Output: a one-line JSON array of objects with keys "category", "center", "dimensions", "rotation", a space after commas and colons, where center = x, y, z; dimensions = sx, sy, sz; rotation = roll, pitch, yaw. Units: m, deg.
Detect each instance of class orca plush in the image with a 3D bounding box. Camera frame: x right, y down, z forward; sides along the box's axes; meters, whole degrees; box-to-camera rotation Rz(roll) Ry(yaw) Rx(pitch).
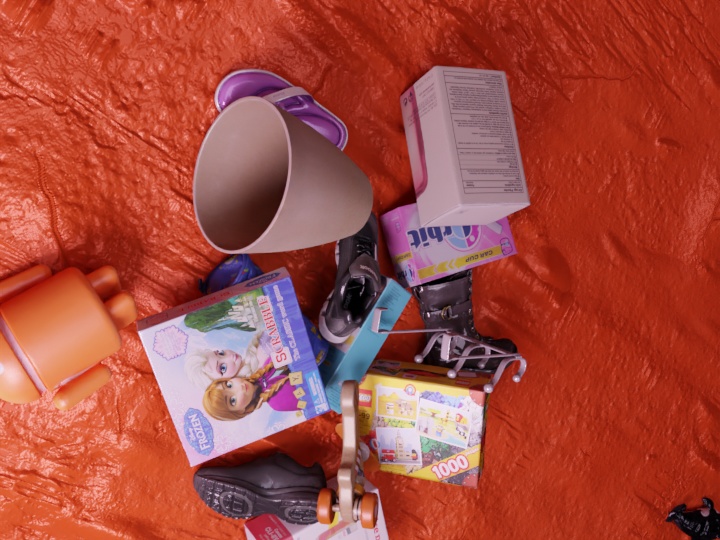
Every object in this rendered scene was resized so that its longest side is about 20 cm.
[{"category": "orca plush", "center": [0.768, 0.560, 1.748], "dimensions": [0.199, 0.071, 0.106], "rotation": [37, 81, -32]}]

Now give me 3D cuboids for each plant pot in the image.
[{"category": "plant pot", "center": [-0.082, -0.105, 1.019], "dimensions": [0.198, 0.186, 0.190], "rotation": [9, 97, -48]}]

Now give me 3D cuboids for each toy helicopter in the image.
[{"category": "toy helicopter", "center": [-0.009, 0.246, 1.095], "dimensions": [0.078, 0.132, 0.204], "rotation": [1, 102, 12]}]

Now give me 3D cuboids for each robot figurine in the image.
[{"category": "robot figurine", "center": [-0.356, 0.075, 0.908], "dimensions": [0.199, 0.116, 0.145], "rotation": [-32, 116, -21]}]

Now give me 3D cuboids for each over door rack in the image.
[{"category": "over door rack", "center": [0.122, 0.116, 1.114], "dimensions": [0.199, 0.147, 0.068], "rotation": [19, 88, -46]}]

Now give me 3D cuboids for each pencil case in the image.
[{"category": "pencil case", "center": [-0.128, 0.065, 1.070], "dimensions": [0.200, 0.077, 0.088], "rotation": [49, 46, -30]}]

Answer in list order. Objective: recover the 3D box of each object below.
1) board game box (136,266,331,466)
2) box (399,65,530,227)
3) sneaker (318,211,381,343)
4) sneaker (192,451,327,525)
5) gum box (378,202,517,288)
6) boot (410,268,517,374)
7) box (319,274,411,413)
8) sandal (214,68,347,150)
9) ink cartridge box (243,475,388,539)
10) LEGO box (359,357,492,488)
[{"category": "board game box", "center": [-0.157, 0.124, 1.008], "dimensions": [0.197, 0.041, 0.203], "rotation": [-21, 112, -10]}, {"category": "box", "center": [0.146, -0.173, 1.124], "dimensions": [0.126, 0.109, 0.204], "rotation": [-3, 79, -28]}, {"category": "sneaker", "center": [0.000, 0.000, 1.100], "dimensions": [0.066, 0.090, 0.203], "rotation": [23, 68, -21]}, {"category": "sneaker", "center": [-0.140, 0.303, 1.127], "dimensions": [0.197, 0.092, 0.076], "rotation": [14, 130, -15]}, {"category": "gum box", "center": [0.138, -0.055, 1.195], "dimensions": [0.198, 0.066, 0.115], "rotation": [-16, 89, -28]}, {"category": "boot", "center": [0.172, 0.079, 1.267], "dimensions": [0.197, 0.069, 0.177], "rotation": [-11, 107, -27]}, {"category": "box", "center": [-0.012, 0.099, 1.149], "dimensions": [0.049, 0.082, 0.202], "rotation": [36, 82, -33]}, {"category": "sandal", "center": [-0.094, -0.210, 1.044], "dimensions": [0.200, 0.050, 0.084], "rotation": [15, 93, -33]}, {"category": "ink cartridge box", "center": [-0.059, 0.414, 1.192], "dimensions": [0.198, 0.083, 0.147], "rotation": [-22, 112, -26]}, {"category": "LEGO box", "center": [0.088, 0.222, 1.173], "dimensions": [0.077, 0.197, 0.152], "rotation": [-32, 126, -69]}]
